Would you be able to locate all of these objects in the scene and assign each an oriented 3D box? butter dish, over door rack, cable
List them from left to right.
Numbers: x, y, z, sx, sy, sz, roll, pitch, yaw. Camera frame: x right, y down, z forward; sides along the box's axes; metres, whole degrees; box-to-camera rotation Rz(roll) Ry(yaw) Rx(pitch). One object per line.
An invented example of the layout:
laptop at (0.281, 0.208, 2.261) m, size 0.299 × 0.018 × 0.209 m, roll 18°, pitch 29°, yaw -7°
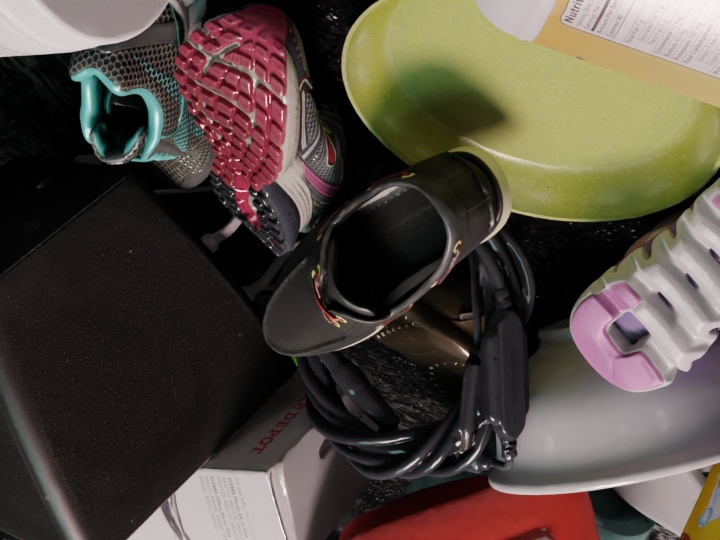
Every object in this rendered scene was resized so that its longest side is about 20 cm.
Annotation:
over door rack at (-0.096, -0.008, 0.905) m, size 0.199 × 0.067 × 0.148 m, roll 7°, pitch 151°, yaw 23°
cable at (0.028, 0.028, 0.785) m, size 0.162 × 0.202 × 0.051 m, roll 0°, pitch -171°, yaw 35°
butter dish at (0.063, 0.222, 0.897) m, size 0.198 × 0.148 × 0.201 m, roll -18°, pitch 112°, yaw -5°

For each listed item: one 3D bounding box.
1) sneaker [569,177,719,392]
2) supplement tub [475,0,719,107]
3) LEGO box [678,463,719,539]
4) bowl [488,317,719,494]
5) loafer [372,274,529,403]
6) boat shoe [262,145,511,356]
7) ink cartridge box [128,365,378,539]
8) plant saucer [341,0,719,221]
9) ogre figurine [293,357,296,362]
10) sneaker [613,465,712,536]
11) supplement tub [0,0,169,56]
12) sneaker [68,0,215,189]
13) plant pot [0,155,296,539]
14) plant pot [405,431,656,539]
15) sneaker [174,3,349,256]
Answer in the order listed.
sneaker at (0.202, -0.017, 0.681) m, size 0.200 × 0.088 × 0.081 m, roll -37°, pitch 94°, yaw 36°
supplement tub at (0.121, -0.131, 0.420) m, size 0.199 × 0.145 × 0.145 m, roll 19°, pitch 155°, yaw 0°
LEGO box at (0.298, 0.133, 0.803) m, size 0.077 × 0.149 × 0.200 m, roll 34°, pitch 154°, yaw -3°
bowl at (0.168, 0.070, 0.803) m, size 0.200 × 0.091 × 0.201 m, roll -14°, pitch 180°, yaw 0°
loafer at (0.066, 0.039, 0.883) m, size 0.076 × 0.068 × 0.200 m, roll -7°, pitch 142°, yaw 47°
boat shoe at (-0.002, -0.002, 0.725) m, size 0.201 × 0.063 × 0.074 m, roll -36°, pitch 85°, yaw 44°
ink cartridge box at (-0.100, 0.133, 0.898) m, size 0.199 × 0.145 × 0.084 m, roll -2°, pitch 113°, yaw 29°
plant saucer at (0.089, -0.092, 0.652) m, size 0.199 × 0.031 × 0.200 m, roll 16°, pitch 155°, yaw 8°
ogre figurine at (-0.077, 0.124, 1.093) m, size 0.097 × 0.120 × 0.200 m, roll 12°, pitch 153°, yaw 24°
sneaker at (0.265, 0.151, 0.972) m, size 0.200 × 0.112 × 0.073 m, roll 45°, pitch 133°, yaw 19°
supplement tub at (-0.195, -0.163, 0.589) m, size 0.199 × 0.133 × 0.132 m, roll 4°, pitch 151°, yaw 30°
sneaker at (-0.127, -0.093, 0.728) m, size 0.077 × 0.092 × 0.200 m, roll 15°, pitch 154°, yaw 11°
plant pot at (-0.198, 0.039, 0.826) m, size 0.199 × 0.200 × 0.178 m, roll 10°, pitch 134°, yaw 43°
plant pot at (0.153, 0.193, 1.021) m, size 0.199 × 0.201 × 0.134 m, roll 27°, pitch 128°, yaw -16°
sneaker at (-0.047, -0.086, 0.702) m, size 0.081 × 0.075 × 0.200 m, roll 41°, pitch 163°, yaw 14°
